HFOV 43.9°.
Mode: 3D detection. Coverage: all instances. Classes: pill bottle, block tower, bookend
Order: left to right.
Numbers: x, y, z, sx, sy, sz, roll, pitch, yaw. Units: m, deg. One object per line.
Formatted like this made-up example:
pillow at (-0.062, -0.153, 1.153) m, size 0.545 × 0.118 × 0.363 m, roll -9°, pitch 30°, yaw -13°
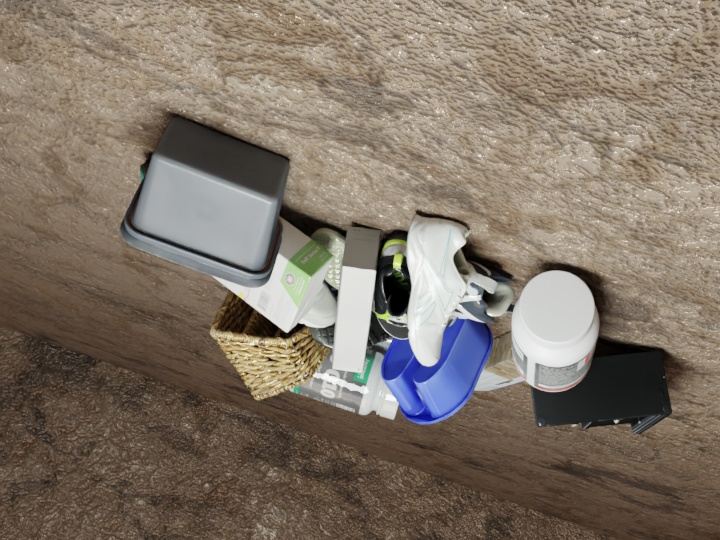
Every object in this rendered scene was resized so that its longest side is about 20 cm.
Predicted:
pill bottle at (-0.021, 0.188, 1.584) m, size 0.196 × 0.115 × 0.113 m, roll 16°, pitch 162°, yaw 4°
block tower at (0.261, 0.127, 1.415) m, size 0.057 × 0.055 × 0.200 m, roll 20°, pitch 161°, yaw -11°
pill bottle at (0.258, 0.082, 1.189) m, size 0.113 × 0.118 × 0.201 m, roll 13°, pitch 161°, yaw 14°
bookend at (0.348, 0.200, 1.370) m, size 0.195 × 0.094 × 0.199 m, roll -6°, pitch 161°, yaw 1°

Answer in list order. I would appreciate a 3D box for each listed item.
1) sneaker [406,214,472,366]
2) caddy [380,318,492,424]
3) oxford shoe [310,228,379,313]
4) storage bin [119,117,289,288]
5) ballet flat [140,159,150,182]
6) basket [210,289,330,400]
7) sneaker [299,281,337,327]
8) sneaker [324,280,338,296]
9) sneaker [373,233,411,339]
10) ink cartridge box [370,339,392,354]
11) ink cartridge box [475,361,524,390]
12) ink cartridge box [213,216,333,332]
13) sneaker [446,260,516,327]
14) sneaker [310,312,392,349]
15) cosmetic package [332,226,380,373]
sneaker at (0.100, 0.031, 1.131) m, size 0.078 × 0.205 × 0.071 m, roll 3°, pitch -156°, yaw 12°
caddy at (0.121, 0.139, 1.377) m, size 0.140 × 0.202 × 0.105 m, roll -3°, pitch 137°, yaw 44°
oxford shoe at (0.000, 0.000, 1.300) m, size 0.075 × 0.059 × 0.199 m, roll -30°, pitch 125°, yaw 33°
storage bin at (-0.177, -0.097, 1.101) m, size 0.196 × 0.147 × 0.135 m, roll 21°, pitch 135°, yaw -7°
ballet flat at (-0.276, -0.101, 1.278) m, size 0.072 × 0.074 × 0.201 m, roll 18°, pitch 156°, yaw -2°
basket at (-0.128, 0.078, 1.433) m, size 0.141 × 0.201 × 0.151 m, roll -21°, pitch 114°, yaw 23°
sneaker at (-0.095, 0.001, 1.300) m, size 0.200 × 0.076 × 0.092 m, roll 45°, pitch 146°, yaw -11°
sneaker at (-0.065, 0.028, 1.396) m, size 0.196 × 0.086 × 0.075 m, roll 16°, pitch 162°, yaw 7°
sneaker at (0.045, 0.039, 1.227) m, size 0.070 × 0.084 × 0.202 m, roll 7°, pitch 137°, yaw 10°
ink cartridge box at (0.018, 0.124, 1.639) m, size 0.195 × 0.041 × 0.201 m, roll 16°, pitch 162°, yaw 9°
ink cartridge box at (0.196, 0.184, 1.599) m, size 0.196 × 0.042 × 0.199 m, roll 3°, pitch 163°, yaw -25°
ink cartridge box at (-0.146, -0.024, 1.231) m, size 0.198 × 0.067 × 0.118 m, roll 36°, pitch 132°, yaw 9°
sneaker at (0.153, 0.044, 1.238) m, size 0.127 × 0.080 × 0.200 m, roll 21°, pitch 153°, yaw 18°
sneaker at (-0.008, 0.098, 1.428) m, size 0.197 × 0.077 × 0.087 m, roll -4°, pitch 164°, yaw -39°
cosmetic package at (-0.007, 0.044, 1.246) m, size 0.049 × 0.084 × 0.203 m, roll 6°, pitch 132°, yaw -1°
